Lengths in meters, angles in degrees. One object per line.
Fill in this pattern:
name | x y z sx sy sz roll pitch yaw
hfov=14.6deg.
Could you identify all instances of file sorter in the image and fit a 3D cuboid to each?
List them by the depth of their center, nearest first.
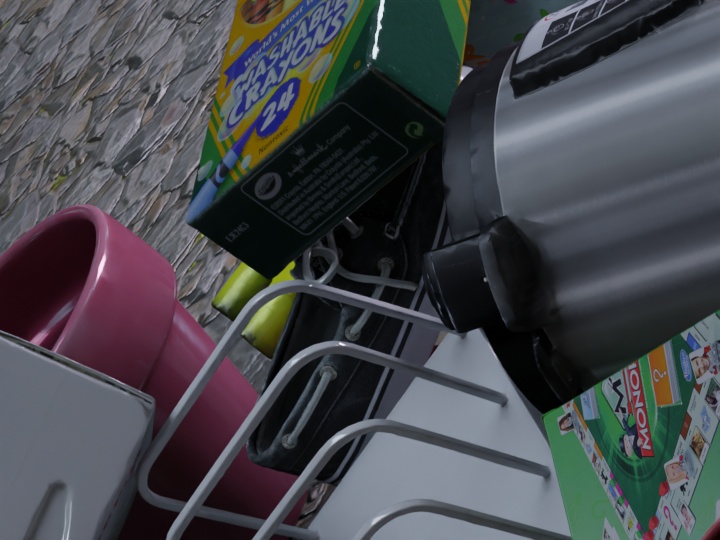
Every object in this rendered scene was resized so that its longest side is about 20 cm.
file sorter | 0.008 0.117 1.145 0.139 0.124 0.200 -55 39 23

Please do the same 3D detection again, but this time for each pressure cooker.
pressure cooker | 0.124 -0.024 1.141 0.200 0.176 0.179 -18 50 30

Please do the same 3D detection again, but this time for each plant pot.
plant pot | -0.134 0.095 1.489 0.200 0.179 0.200 -41 25 23

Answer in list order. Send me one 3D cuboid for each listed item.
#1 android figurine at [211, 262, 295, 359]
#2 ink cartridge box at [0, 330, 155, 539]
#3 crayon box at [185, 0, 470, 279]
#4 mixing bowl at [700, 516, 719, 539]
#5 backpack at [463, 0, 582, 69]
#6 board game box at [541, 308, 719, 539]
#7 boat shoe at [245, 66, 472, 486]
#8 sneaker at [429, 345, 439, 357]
android figurine | -0.007 -0.041 1.640 0.200 0.041 0.182 -52 22 -1
ink cartridge box | -0.156 0.121 1.253 0.200 0.086 0.148 105 -172 -76
crayon box | -0.008 -0.106 1.254 0.126 0.052 0.200 -39 27 35
mixing bowl | 0.161 0.158 0.849 0.200 0.200 0.108 -60 2 -21
backpack | 0.077 -0.079 1.366 0.200 0.177 0.151 -3 76 56
board game box | 0.142 0.114 1.014 0.135 0.029 0.200 -35 55 36
boat shoe | -0.001 -0.001 1.256 0.200 0.068 0.074 -69 27 16
sneaker | 0.051 0.061 1.304 0.078 0.090 0.200 -56 22 -11
